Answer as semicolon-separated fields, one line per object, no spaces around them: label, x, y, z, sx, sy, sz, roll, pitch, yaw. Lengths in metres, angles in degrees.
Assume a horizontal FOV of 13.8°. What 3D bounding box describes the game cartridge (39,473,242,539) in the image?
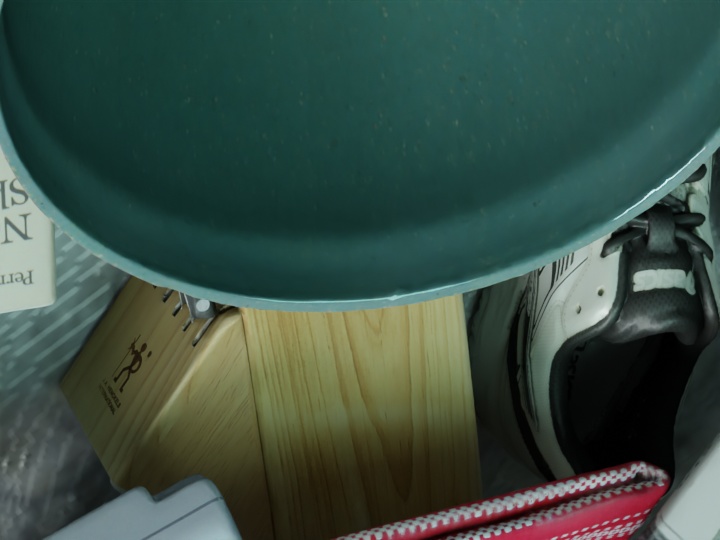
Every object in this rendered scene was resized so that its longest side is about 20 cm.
game cartridge;-0.084;0.133;0.891;0.132;0.041;0.200;-25;156;-5

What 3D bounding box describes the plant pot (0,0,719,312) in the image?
plant pot;-0.002;-0.105;0.749;0.199;0.135;0.201;-8;141;-6

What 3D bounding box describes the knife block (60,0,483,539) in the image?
knife block;0.000;0.000;0.897;0.199;0.064;0.176;30;103;-32

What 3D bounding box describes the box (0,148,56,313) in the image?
box;-0.128;-0.087;0.794;0.082;0.068;0.201;-10;119;-17

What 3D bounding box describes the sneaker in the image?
sneaker;0.087;-0.019;0.911;0.075;0.088;0.201;-4;116;-19

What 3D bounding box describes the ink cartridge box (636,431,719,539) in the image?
ink cartridge box;0.109;0.120;0.907;0.084;0.146;0.200;37;89;8

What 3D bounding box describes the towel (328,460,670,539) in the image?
towel;0.001;0.131;0.907;0.144;0.023;0.200;-12;149;-31
